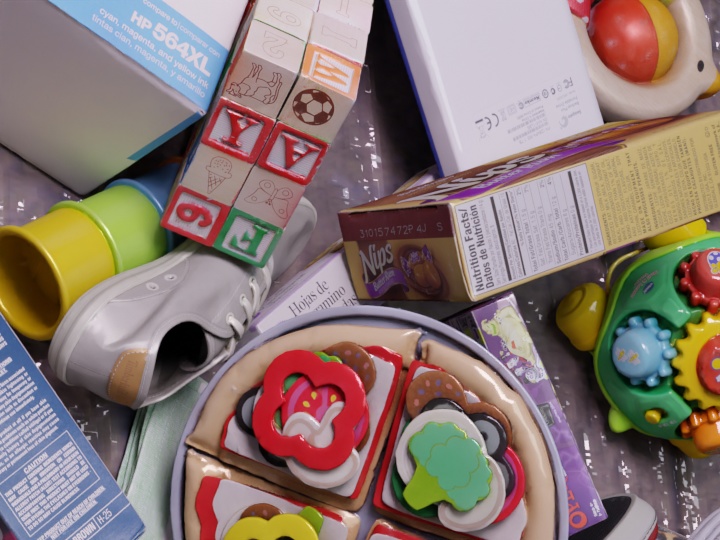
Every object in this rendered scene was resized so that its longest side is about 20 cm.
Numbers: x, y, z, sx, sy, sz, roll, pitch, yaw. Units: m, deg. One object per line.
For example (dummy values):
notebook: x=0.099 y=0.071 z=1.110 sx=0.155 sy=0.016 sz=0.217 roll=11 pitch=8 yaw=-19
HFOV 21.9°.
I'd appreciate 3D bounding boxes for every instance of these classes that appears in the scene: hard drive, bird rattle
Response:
hard drive: x=0.077 y=-0.135 z=1.102 sx=0.131 sy=0.025 sz=0.202 roll=-26 pitch=102 yaw=-40
bird rattle: x=0.166 y=-0.174 z=1.211 sx=0.199 sy=0.112 sz=0.164 roll=-14 pitch=80 yaw=-41

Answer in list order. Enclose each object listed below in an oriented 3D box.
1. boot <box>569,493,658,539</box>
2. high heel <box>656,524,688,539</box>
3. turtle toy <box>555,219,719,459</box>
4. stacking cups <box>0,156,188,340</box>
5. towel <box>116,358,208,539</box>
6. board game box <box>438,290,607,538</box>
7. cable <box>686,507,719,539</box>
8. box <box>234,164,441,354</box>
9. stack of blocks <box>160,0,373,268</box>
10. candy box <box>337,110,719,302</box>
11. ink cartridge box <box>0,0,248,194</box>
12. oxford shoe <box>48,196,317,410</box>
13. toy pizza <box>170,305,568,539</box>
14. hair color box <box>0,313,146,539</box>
boot: x=0.131 y=0.236 z=1.051 sx=0.145 sy=0.072 sz=0.200 roll=50 pitch=60 yaw=-13
high heel: x=0.200 y=0.253 z=1.101 sx=0.200 sy=0.071 sz=0.143 roll=50 pitch=47 yaw=-20
turtle toy: x=0.226 y=0.028 z=1.146 sx=0.146 sy=0.101 sz=0.200 roll=42 pitch=93 yaw=-17
stacking cups: x=-0.107 y=-0.033 z=0.975 sx=0.200 sy=0.060 sz=0.061 roll=-35 pitch=96 yaw=-45
towel: x=-0.042 y=0.151 z=0.976 sx=0.199 sy=0.023 sz=0.154 roll=29 pitch=57 yaw=-28
board game box: x=0.073 y=0.078 z=0.993 sx=0.032 sy=0.200 sz=0.121 roll=-27 pitch=88 yaw=-9
cable: x=0.251 y=0.227 z=1.067 sx=0.198 sy=0.069 sz=0.202 roll=-4 pitch=84 yaw=-32
box: x=0.000 y=0.000 z=1.058 sx=0.200 sy=0.041 sz=0.039 roll=-41 pitch=100 yaw=-40
stack of blocks: x=-0.040 y=-0.112 z=0.970 sx=0.058 sy=0.116 sz=0.201 roll=23 pitch=37 yaw=-10
candy box: x=0.101 y=-0.035 z=1.020 sx=0.199 sy=0.116 sz=0.057 roll=-17 pitch=99 yaw=-29
ink cartridge box: x=-0.129 y=-0.169 z=0.960 sx=0.125 sy=0.128 sz=0.201 roll=34 pitch=55 yaw=-24
oxford shoe: x=-0.077 y=0.017 z=0.951 sx=0.058 sy=0.076 sz=0.200 roll=32 pitch=35 yaw=18
toy pizza: x=0.000 y=0.118 z=0.896 sx=0.202 sy=0.199 sz=0.032 roll=66 pitch=13 yaw=2
hair color box: x=-0.193 y=0.060 z=0.838 sx=0.060 sy=0.100 sz=0.201 roll=-38 pitch=98 yaw=-40
